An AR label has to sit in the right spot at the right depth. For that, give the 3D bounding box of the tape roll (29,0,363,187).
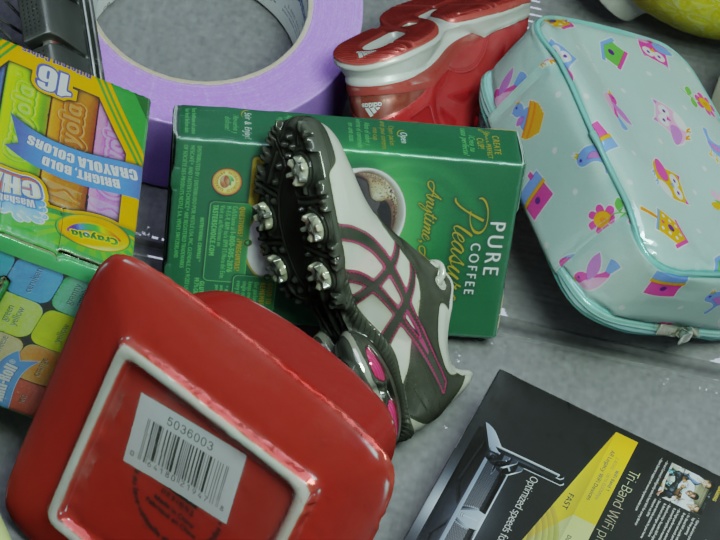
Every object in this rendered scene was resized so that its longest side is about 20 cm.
[{"bbox_3d":[-0.101,-0.147,1.756,0.200,0.066,0.200,4,54,-5],"label":"tape roll"}]

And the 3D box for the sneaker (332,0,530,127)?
[{"bbox_3d":[0.047,-0.100,1.753,0.078,0.116,0.200,2,17,33],"label":"sneaker"}]

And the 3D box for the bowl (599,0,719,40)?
[{"bbox_3d":[0.191,-0.218,1.809,0.108,0.200,0.200,-31,55,22],"label":"bowl"}]

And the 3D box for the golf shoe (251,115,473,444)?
[{"bbox_3d":[0.000,0.000,1.609,0.088,0.200,0.077,-26,23,-27],"label":"golf shoe"}]

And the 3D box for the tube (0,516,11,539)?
[{"bbox_3d":[-0.242,0.102,1.572,0.052,0.058,0.200,20,40,-53],"label":"tube"}]

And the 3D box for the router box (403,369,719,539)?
[{"bbox_3d":[0.101,0.170,1.569,0.157,0.052,0.200,26,55,9],"label":"router box"}]

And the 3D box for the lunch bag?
[{"bbox_3d":[0.165,-0.049,1.693,0.160,0.077,0.200,8,49,-44],"label":"lunch bag"}]

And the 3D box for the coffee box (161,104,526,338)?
[{"bbox_3d":[-0.012,-0.027,1.649,0.199,0.123,0.044,3,31,-5],"label":"coffee box"}]

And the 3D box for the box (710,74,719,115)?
[{"bbox_3d":[0.291,-0.051,1.739,0.068,0.082,0.200,-18,58,-21],"label":"box"}]

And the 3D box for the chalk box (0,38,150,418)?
[{"bbox_3d":[-0.197,-0.012,1.568,0.124,0.125,0.200,21,41,-18],"label":"chalk box"}]

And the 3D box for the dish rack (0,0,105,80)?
[{"bbox_3d":[-0.254,-0.129,1.694,0.200,0.055,0.154,-20,61,17],"label":"dish rack"}]

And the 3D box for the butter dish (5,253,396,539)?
[{"bbox_3d":[-0.060,0.098,1.541,0.200,0.200,0.148,37,34,17],"label":"butter dish"}]
